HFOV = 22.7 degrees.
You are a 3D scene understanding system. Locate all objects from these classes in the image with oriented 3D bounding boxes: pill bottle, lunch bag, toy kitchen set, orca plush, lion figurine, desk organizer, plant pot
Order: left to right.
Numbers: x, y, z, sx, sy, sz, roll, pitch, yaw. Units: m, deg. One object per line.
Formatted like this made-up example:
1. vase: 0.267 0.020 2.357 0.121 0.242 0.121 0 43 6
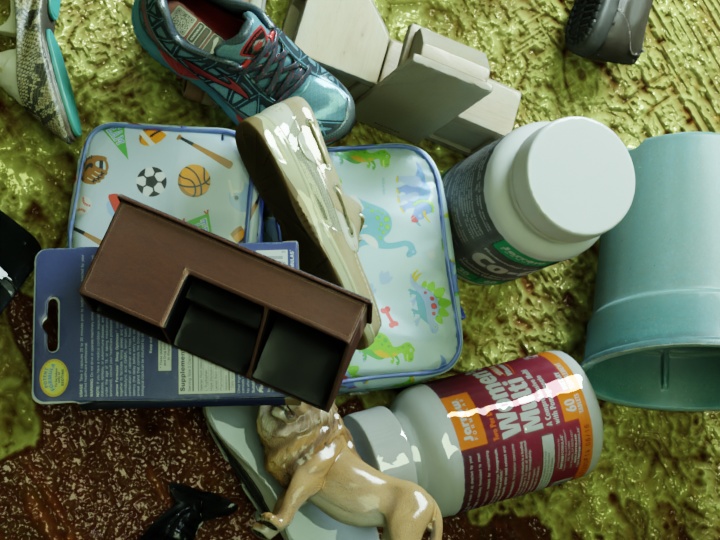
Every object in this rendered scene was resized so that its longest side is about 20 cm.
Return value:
1. orca plush: -0.150 0.262 1.382 0.105 0.071 0.201 37 71 -10
2. lunch bag: -0.150 -0.014 1.410 0.159 0.076 0.202 5 80 0
3. desk organizer: -0.096 0.025 1.297 0.199 0.072 0.077 23 78 5
4. lion figurine: -0.003 0.170 1.363 0.199 0.073 0.123 33 66 4
5. lunch bag: 0.000 0.000 1.475 0.160 0.082 0.202 -6 82 -18
6. toy kitchen set: 0.058 -0.222 1.492 0.199 0.163 0.182 21 74 -15
7. pill bottle: 0.089 0.139 1.468 0.199 0.109 0.110 -13 85 -22
8. pill bottle: 0.137 -0.057 1.471 0.112 0.200 0.114 3 79 -18
9. plant pot: 0.284 0.000 1.528 0.199 0.200 0.198 10 69 -18

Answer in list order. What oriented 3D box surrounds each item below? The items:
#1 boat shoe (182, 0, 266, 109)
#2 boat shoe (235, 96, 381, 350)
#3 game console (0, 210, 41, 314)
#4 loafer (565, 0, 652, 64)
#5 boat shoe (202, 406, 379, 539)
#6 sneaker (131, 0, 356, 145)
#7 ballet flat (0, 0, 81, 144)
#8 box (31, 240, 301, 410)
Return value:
1. boat shoe: -0.116 -0.230 1.481 0.071 0.076 0.202 3 78 -17
2. boat shoe: -0.026 -0.036 1.387 0.065 0.072 0.201 -30 99 -29
3. game console: -0.377 0.000 1.376 0.200 0.116 0.176 38 41 -10
4. loafer: 0.247 -0.271 1.617 0.071 0.073 0.201 28 78 -22
5. boat shoe: -0.060 0.172 1.433 0.074 0.068 0.199 -42 89 -17
6. sneaker: -0.090 -0.161 1.400 0.199 0.095 0.080 30 78 -8
7. ballet flat: -0.267 -0.192 1.432 0.075 0.068 0.202 -8 77 1
8. box: -0.144 0.041 1.343 0.198 0.032 0.122 -1 75 -2
